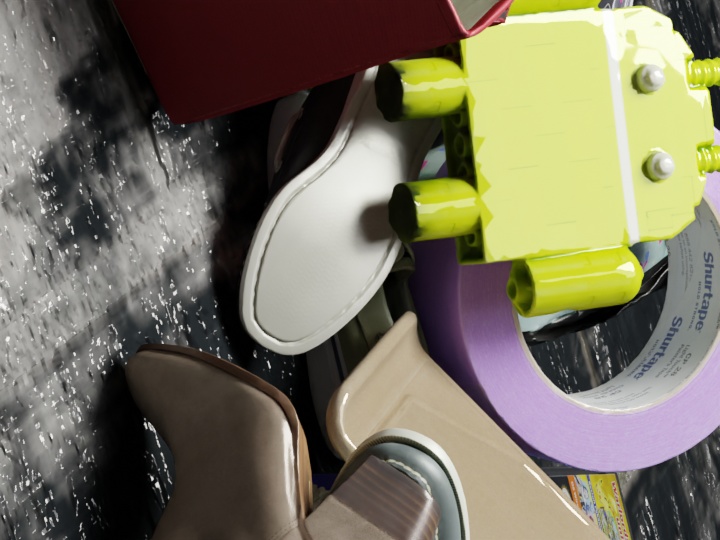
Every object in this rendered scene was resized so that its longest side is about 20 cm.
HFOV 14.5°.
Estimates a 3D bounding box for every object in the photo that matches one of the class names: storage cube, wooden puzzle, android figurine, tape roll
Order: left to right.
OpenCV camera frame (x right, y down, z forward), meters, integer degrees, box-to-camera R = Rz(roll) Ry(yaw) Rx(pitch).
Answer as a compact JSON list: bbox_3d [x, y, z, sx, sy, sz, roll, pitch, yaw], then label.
[{"bbox_3d":[-0.019,-0.194,1.359,0.171,0.179,0.201,-45,115,-51],"label":"storage cube"},{"bbox_3d":[0.061,0.122,1.374,0.200,0.037,0.185,50,17,-1],"label":"wooden puzzle"},{"bbox_3d":[0.105,-0.070,1.454,0.199,0.041,0.183,-6,91,-25],"label":"android figurine"},{"bbox_3d":[0.126,0.005,1.531,0.199,0.066,0.201,-3,96,-26],"label":"tape roll"}]

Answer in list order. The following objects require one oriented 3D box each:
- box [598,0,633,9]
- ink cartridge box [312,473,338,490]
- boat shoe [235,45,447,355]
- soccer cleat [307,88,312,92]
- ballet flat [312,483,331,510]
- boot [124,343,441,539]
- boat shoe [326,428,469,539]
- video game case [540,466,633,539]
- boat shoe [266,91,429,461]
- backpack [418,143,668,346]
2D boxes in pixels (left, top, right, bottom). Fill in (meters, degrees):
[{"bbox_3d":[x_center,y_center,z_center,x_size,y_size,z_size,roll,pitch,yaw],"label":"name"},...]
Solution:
[{"bbox_3d":[0.104,-0.167,1.677,0.200,0.114,0.133,68,33,-76],"label":"box"},{"bbox_3d":[0.004,0.177,1.432,0.200,0.039,0.100,52,32,-45],"label":"ink cartridge box"},{"bbox_3d":[-0.014,-0.047,1.448,0.074,0.060,0.201,30,73,-24],"label":"boat shoe"},{"bbox_3d":[-0.021,-0.180,1.568,0.081,0.067,0.201,27,43,-33],"label":"soccer cleat"},{"bbox_3d":[0.015,0.159,1.340,0.200,0.072,0.072,48,27,-8],"label":"ballet flat"},{"bbox_3d":[-0.067,0.123,1.211,0.146,0.200,0.070,-49,141,-22],"label":"boot"},{"bbox_3d":[-0.002,0.167,1.276,0.062,0.073,0.201,-52,161,-64],"label":"boat shoe"},{"bbox_3d":[0.144,0.222,1.771,0.181,0.025,0.201,8,68,-67],"label":"video game case"},{"bbox_3d":[0.000,0.000,1.500,0.072,0.062,0.201,7,69,-67],"label":"boat shoe"},{"bbox_3d":[0.094,-0.022,1.643,0.200,0.166,0.127,-26,102,-53],"label":"backpack"}]
